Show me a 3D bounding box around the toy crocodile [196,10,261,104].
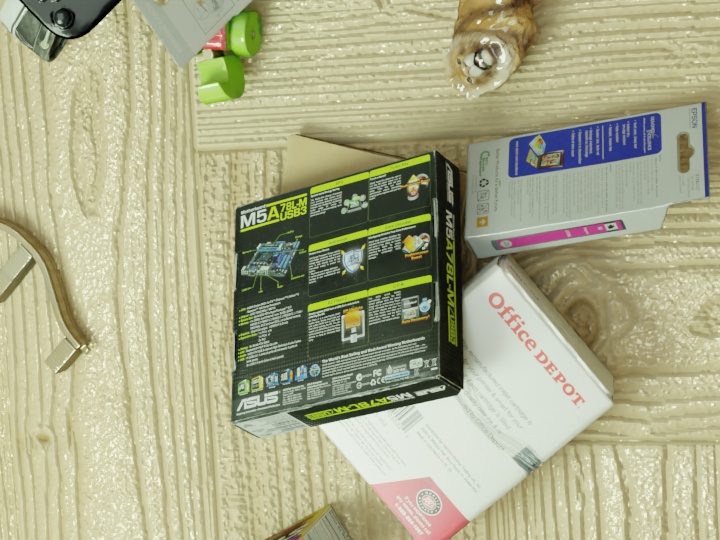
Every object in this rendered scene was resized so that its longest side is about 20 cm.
[{"bbox_3d":[-0.120,-0.240,1.643,0.067,0.062,0.202,5,97,17],"label":"toy crocodile"}]

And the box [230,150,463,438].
[{"bbox_3d":[-0.013,0.020,1.570,0.198,0.047,0.195,-15,60,29],"label":"box"}]

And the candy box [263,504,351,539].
[{"bbox_3d":[-0.085,0.267,1.617,0.116,0.200,0.057,-31,90,18],"label":"candy box"}]

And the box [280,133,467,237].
[{"bbox_3d":[0.000,0.000,1.652,0.162,0.021,0.202,13,101,17],"label":"box"}]

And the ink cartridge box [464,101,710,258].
[{"bbox_3d":[0.180,-0.071,1.552,0.198,0.037,0.095,-11,54,21],"label":"ink cartridge box"}]

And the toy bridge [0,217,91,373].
[{"bbox_3d":[-0.308,0.002,1.752,0.200,0.027,0.067,45,106,8],"label":"toy bridge"}]

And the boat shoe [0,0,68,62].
[{"bbox_3d":[-0.230,-0.268,1.676,0.064,0.071,0.201,42,115,10],"label":"boat shoe"}]

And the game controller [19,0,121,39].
[{"bbox_3d":[-0.206,-0.287,1.612,0.200,0.042,0.104,-44,105,9],"label":"game controller"}]

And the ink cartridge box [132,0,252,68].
[{"bbox_3d":[-0.130,-0.285,1.556,0.200,0.057,0.163,-46,118,-20],"label":"ink cartridge box"}]

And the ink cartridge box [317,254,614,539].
[{"bbox_3d":[0.087,0.104,1.587,0.200,0.084,0.145,-41,92,13],"label":"ink cartridge box"}]

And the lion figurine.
[{"bbox_3d":[0.093,-0.247,1.576,0.122,0.072,0.202,-31,72,32],"label":"lion figurine"}]
